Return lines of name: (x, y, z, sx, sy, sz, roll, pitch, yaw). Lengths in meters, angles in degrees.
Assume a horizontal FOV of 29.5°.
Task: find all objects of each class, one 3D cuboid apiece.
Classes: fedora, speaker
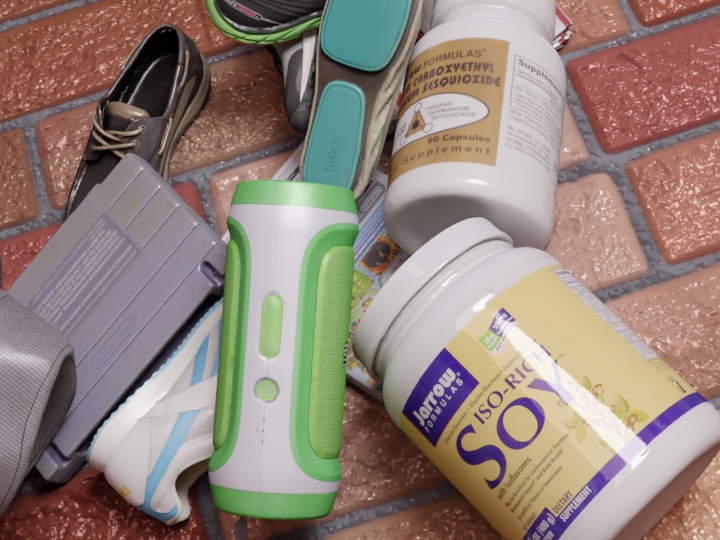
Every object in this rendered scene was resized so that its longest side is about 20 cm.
fedora: (-0.237, 0.087, 0.864, 0.090, 0.177, 0.201, 23, 110, -1)
speaker: (-0.047, 0.048, 0.844, 0.088, 0.088, 0.201, 4, 88, 11)

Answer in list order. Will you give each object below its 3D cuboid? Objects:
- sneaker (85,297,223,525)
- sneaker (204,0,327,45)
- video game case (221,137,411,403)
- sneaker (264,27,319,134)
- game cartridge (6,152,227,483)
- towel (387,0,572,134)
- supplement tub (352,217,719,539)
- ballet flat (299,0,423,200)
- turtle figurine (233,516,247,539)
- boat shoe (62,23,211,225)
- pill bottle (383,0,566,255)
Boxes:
sneaker: (-0.089, 0.078, 0.917, 0.081, 0.077, 0.200, 41, 86, 10)
sneaker: (-0.013, -0.220, 0.950, 0.199, 0.084, 0.077, -23, 56, -11)
video game case: (0.000, 0.000, 0.976, 0.200, 0.018, 0.143, 31, 71, 22)
sneaker: (-0.051, -0.179, 1.030, 0.079, 0.074, 0.201, -14, 53, 12)
game cartridge: (-0.183, 0.031, 0.948, 0.200, 0.038, 0.130, -48, 61, 6)
towel: (0.046, -0.187, 1.065, 0.199, 0.023, 0.144, -28, 61, -7)
supplement tub: (0.105, 0.078, 0.839, 0.145, 0.146, 0.200, -41, 69, -13)
ballet flat: (0.002, -0.140, 0.946, 0.067, 0.062, 0.201, 24, 113, 14)
turtle figurine: (-0.066, 0.257, 0.784, 0.194, 0.200, 0.144, -51, 32, -13)
boat shoe: (-0.177, -0.101, 1.024, 0.074, 0.073, 0.201, 12, 66, 15)
pill bottle: (0.084, -0.110, 0.947, 0.114, 0.114, 0.201, 4, 61, 11)
